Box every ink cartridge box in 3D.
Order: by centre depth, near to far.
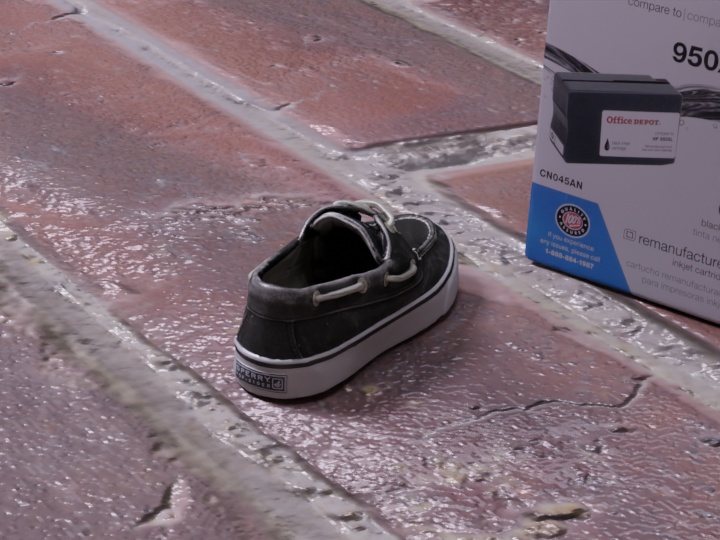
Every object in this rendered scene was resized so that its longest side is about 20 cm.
[{"bbox_3d":[0.175,-0.090,1.101,0.144,0.202,0.084,19,26,35],"label":"ink cartridge box"}]

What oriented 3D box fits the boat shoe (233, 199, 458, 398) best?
[{"bbox_3d":[0.000,0.000,1.035,0.070,0.064,0.200,12,24,20],"label":"boat shoe"}]
